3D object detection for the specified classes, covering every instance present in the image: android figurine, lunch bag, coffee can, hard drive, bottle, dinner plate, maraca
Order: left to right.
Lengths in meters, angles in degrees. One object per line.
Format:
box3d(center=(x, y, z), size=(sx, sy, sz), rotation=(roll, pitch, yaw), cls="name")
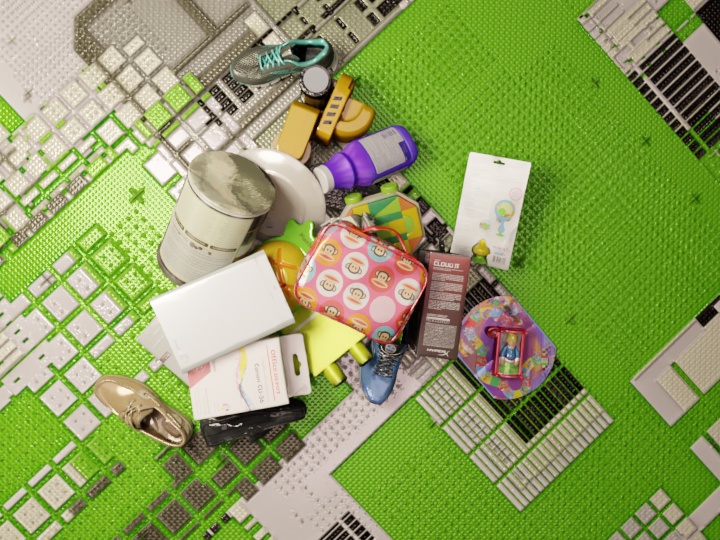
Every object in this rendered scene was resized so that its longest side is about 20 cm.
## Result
box3d(center=(-0.246, -0.078, 1.084), size=(0.146, 0.147, 0.200), rotation=(32, 129, -4), cls="coffee can")
box3d(center=(-0.224, 0.067, 1.056), size=(0.199, 0.026, 0.132), rotation=(-24, 92, -8), cls="hard drive")
box3d(center=(-0.159, -0.121, 1.136), size=(0.199, 0.024, 0.201), rotation=(9, 130, 11), cls="dinner plate")
box3d(center=(-0.136, 0.001, 1.132), size=(0.200, 0.107, 0.137), rotation=(-46, 78, 14), cls="maraca")
box3d(center=(-0.070, 0.108, 1.179), size=(0.182, 0.041, 0.200), rotation=(-41, 75, 5), cls="android figurine")
box3d(center=(0.005, 0.007, 1.057), size=(0.199, 0.082, 0.177), rotation=(28, 97, -7), cls="lunch bag")
box3d(center=(0.008, -0.194, 1.149), size=(0.200, 0.065, 0.084), rotation=(-28, 84, -28), cls="bottle")

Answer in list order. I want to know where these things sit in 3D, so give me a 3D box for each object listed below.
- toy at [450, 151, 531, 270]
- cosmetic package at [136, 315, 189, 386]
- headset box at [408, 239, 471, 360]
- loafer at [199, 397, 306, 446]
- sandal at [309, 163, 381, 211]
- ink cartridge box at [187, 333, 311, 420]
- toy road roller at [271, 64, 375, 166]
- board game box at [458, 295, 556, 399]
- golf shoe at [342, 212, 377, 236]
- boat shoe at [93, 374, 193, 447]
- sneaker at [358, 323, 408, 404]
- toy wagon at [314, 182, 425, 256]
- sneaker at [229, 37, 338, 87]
box3d(center=(0.244, -0.111, 1.205), size=(0.115, 0.047, 0.201), rotation=(14, 101, 20), cls="toy")
box3d(center=(-0.289, 0.150, 1.164), size=(0.200, 0.090, 0.107), rotation=(40, 85, -1), cls="cosmetic package")
box3d(center=(0.138, 0.045, 1.154), size=(0.075, 0.149, 0.201), rotation=(7, 94, -4), cls="headset box")
box3d(center=(-0.195, 0.280, 1.185), size=(0.200, 0.068, 0.071), rotation=(-10, 100, 2), cls="loafer")
box3d(center=(-0.011, -0.138, 1.200), size=(0.200, 0.048, 0.076), rotation=(22, 89, -17), cls="sandal")
box3d(center=(-0.188, 0.177, 1.100), size=(0.199, 0.067, 0.117), rotation=(-9, 88, -7), cls="ink cartridge box")
box3d(center=(-0.061, -0.255, 1.150), size=(0.145, 0.123, 0.201), rotation=(23, 90, -4), cls="toy road roller")
box3d(center=(0.279, 0.151, 1.223), size=(0.158, 0.039, 0.200), rotation=(-41, 93, -2), cls="board game box")
box3d(center=(0.000, 0.000, 1.139), size=(0.088, 0.077, 0.201), rotation=(-12, 98, 1), cls="golf shoe")
box3d(center=(-0.396, 0.254, 1.169), size=(0.199, 0.065, 0.071), rotation=(30, 89, -4), cls="boat shoe")
box3d(center=(0.044, 0.149, 1.184), size=(0.078, 0.089, 0.201), rotation=(11, 90, -3), cls="sneaker")
box3d(center=(0.016, -0.067, 1.176), size=(0.199, 0.040, 0.156), rotation=(-17, 113, -3), cls="toy wagon")
box3d(center=(-0.139, -0.385, 1.158), size=(0.199, 0.091, 0.078), rotation=(-13, 91, -3), cls="sneaker")
